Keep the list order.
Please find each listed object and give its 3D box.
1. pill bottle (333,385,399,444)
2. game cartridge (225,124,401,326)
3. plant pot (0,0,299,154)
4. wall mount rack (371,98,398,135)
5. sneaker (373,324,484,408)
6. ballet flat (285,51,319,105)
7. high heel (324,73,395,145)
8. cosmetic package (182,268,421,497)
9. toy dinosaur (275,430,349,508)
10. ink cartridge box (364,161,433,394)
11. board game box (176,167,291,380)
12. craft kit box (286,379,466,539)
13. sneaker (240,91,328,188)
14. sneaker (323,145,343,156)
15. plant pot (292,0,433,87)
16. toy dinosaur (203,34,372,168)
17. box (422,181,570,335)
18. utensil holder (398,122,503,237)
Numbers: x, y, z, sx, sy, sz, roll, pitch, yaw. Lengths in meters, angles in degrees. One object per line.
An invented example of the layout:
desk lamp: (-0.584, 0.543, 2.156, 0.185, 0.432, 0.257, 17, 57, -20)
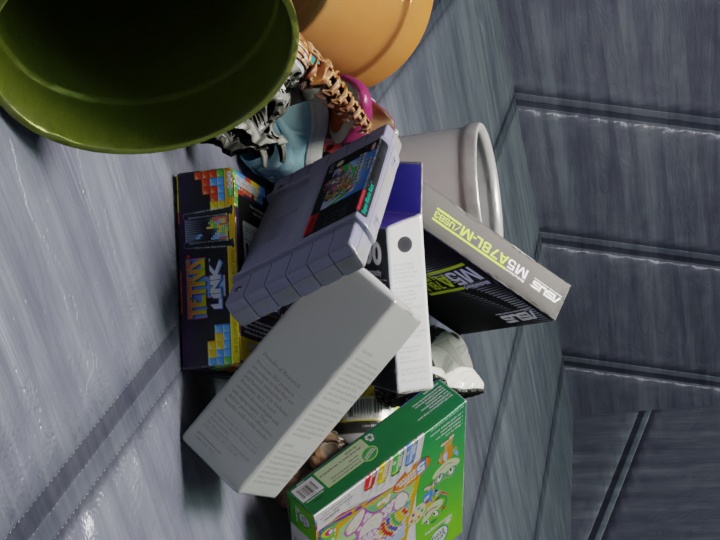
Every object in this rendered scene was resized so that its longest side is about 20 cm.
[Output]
pill bottle: (-0.003, 0.089, 1.600, 0.114, 0.113, 0.203, 38, 48, -72)
game cartridge: (-0.035, -0.044, 1.259, 0.038, 0.129, 0.201, 49, 28, -20)
plant pot: (-0.152, -0.214, 1.000, 0.201, 0.198, 0.195, 63, 13, -56)
wall mount rack: (-0.031, -0.226, 1.651, 0.200, 0.074, 0.176, 35, 34, -72)
sneaker: (0.060, 0.093, 1.537, 0.200, 0.073, 0.080, 15, 58, -66)
ballet flat: (-0.111, -0.225, 1.348, 0.201, 0.068, 0.068, 54, 25, -13)
high heel: (0.008, -0.156, 1.471, 0.200, 0.095, 0.068, 179, -98, -77)
cosmetic package: (-0.046, 0.088, 1.261, 0.071, 0.200, 0.101, 41, 1, 18)
toy dinosaur: (-0.049, 0.197, 1.453, 0.199, 0.086, 0.137, 9, 114, -58)
ink cartridge box: (0.000, 0.000, 1.399, 0.198, 0.043, 0.203, 8, -79, 64)
board game box: (-0.101, 0.013, 1.346, 0.200, 0.056, 0.168, 32, 55, -72)
craft kit box: (0.018, 0.232, 1.455, 0.199, 0.048, 0.199, -34, 143, -29)
sneaker: (-0.083, -0.117, 1.485, 0.201, 0.081, 0.074, 98, -29, -55)
sneaker: (-0.009, -0.104, 1.613, 0.201, 0.074, 0.087, 50, -5, -3)
plant pot: (-0.046, -0.277, 1.461, 0.140, 0.198, 0.203, -4, 87, -60)
toy dinosaur: (-0.081, -0.167, 1.289, 0.102, 0.198, 0.137, 100, 12, -78)
box: (0.077, -0.008, 1.491, 0.048, 0.192, 0.200, -60, -162, -18)
utensil holder: (0.049, -0.070, 1.708, 0.170, 0.197, 0.172, -5, 90, -77)
